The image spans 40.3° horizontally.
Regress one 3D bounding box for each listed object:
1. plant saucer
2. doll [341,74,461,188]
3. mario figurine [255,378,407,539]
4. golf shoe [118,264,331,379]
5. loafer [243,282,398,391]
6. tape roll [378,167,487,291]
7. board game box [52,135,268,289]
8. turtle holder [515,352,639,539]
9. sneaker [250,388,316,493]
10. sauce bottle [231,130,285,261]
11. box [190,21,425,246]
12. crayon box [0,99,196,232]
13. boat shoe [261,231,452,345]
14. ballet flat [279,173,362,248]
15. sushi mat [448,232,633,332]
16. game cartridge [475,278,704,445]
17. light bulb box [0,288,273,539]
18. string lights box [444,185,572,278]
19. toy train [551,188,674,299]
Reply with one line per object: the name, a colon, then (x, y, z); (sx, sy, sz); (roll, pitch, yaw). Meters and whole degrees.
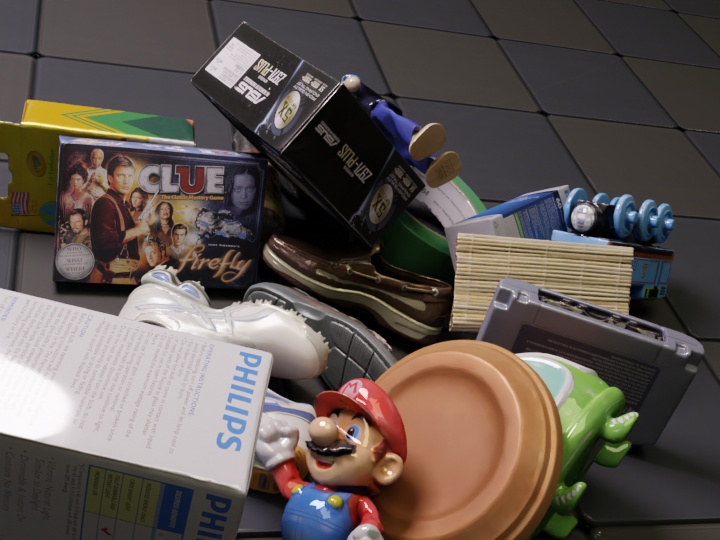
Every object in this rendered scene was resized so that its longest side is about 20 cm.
plant saucer: (0.062, 0.143, 0.785); (0.037, 0.199, 0.201); (45, 11, -46)
doll: (0.028, -0.150, 1.033); (0.048, 0.137, 0.200); (-40, 41, -6)
mario figurine: (-0.035, 0.164, 0.715); (0.122, 0.106, 0.201); (23, 63, 3)
golf shoe: (-0.129, 0.070, 0.886); (0.198, 0.079, 0.097); (15, 37, 14)
loafer: (-0.022, 0.064, 0.938); (0.199, 0.072, 0.063); (32, 27, 25)
tape roll: (0.066, -0.067, 1.102); (0.199, 0.048, 0.201); (28, 32, -19)
board game box: (-0.196, -0.054, 0.962); (0.198, 0.137, 0.035); (2, 16, -18)
turtle holder: (0.139, 0.158, 0.842); (0.131, 0.186, 0.141); (35, 6, 22)
sneaker: (-0.130, 0.117, 0.834); (0.199, 0.076, 0.088); (27, 28, -1)
sauce bottle: (-0.121, -0.094, 1.102); (0.064, 0.065, 0.201); (6, 40, -14)
box: (-0.055, -0.138, 0.981); (0.200, 0.086, 0.164); (41, -3, 45)
crayon box: (-0.274, -0.099, 0.997); (0.198, 0.128, 0.051); (6, 36, -16)
boat shoe: (0.001, -0.002, 1.002); (0.201, 0.075, 0.075); (25, 16, -3)
ballet flat: (-0.046, -0.100, 1.137); (0.067, 0.069, 0.200); (-9, 44, -30)
sushi mat: (0.182, 0.018, 0.970); (0.198, 0.097, 0.012); (4, -4, -17)
game cartridge: (0.204, 0.093, 0.932); (0.198, 0.134, 0.041); (18, 29, 0)
light bulb box: (-0.178, 0.141, 0.666); (0.198, 0.199, 0.125); (14, 38, -5)
string lights box: (0.174, -0.022, 1.062); (0.059, 0.104, 0.199); (-10, 8, 36)
toy train: (0.284, -0.025, 1.089); (0.086, 0.116, 0.199); (12, 6, 38)
